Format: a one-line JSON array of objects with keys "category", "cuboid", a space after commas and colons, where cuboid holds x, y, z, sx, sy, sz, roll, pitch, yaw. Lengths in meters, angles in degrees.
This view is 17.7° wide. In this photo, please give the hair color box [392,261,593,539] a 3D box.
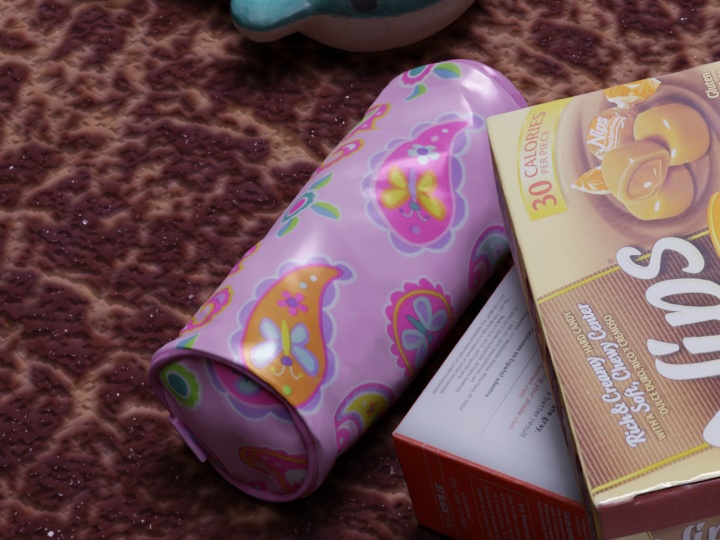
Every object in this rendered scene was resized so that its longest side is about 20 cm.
[{"category": "hair color box", "cuboid": [0.123, 0.074, 0.857, 0.199, 0.061, 0.102, 19, 55, 30]}]

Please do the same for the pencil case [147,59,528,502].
[{"category": "pencil case", "cuboid": [0.000, 0.000, 0.935, 0.087, 0.088, 0.200, 24, 53, 19]}]

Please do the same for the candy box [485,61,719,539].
[{"category": "candy box", "cuboid": [0.120, 0.013, 0.833, 0.115, 0.055, 0.201, -14, 45, 2]}]

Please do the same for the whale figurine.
[{"category": "whale figurine", "cuboid": [-0.034, -0.177, 1.067, 0.199, 0.104, 0.160, 10, 51, 8]}]
